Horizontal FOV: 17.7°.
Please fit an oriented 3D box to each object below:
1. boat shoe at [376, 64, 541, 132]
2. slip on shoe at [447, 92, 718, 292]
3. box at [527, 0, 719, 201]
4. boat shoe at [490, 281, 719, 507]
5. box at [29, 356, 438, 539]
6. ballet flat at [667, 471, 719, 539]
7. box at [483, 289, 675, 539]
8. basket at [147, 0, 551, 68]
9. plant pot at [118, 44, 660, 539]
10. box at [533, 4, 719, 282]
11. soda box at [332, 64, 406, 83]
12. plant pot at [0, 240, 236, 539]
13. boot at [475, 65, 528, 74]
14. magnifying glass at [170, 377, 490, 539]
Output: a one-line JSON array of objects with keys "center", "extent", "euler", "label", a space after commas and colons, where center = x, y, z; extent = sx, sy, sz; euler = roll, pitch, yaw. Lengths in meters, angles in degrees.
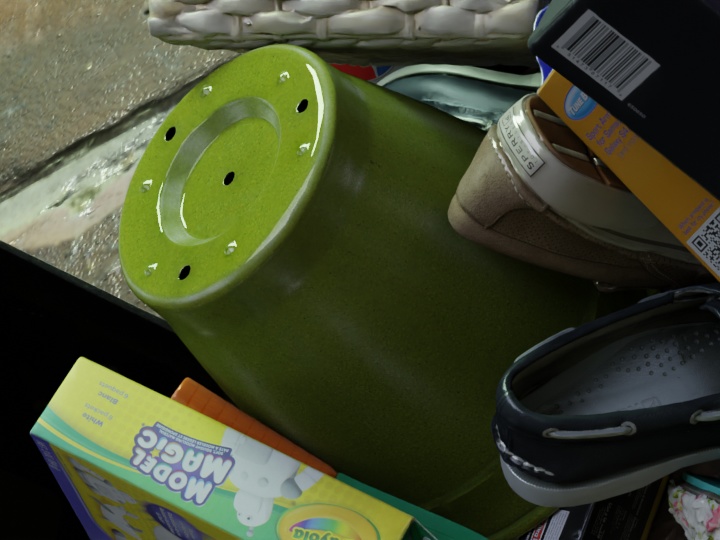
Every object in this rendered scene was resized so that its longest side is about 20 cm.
[{"center": [0.066, -0.061, 1.200], "extent": [0.199, 0.075, 0.062], "euler": [7, 56, 41], "label": "boat shoe"}, {"center": [0.121, -0.019, 1.003], "extent": [0.061, 0.199, 0.076], "euler": [-48, 51, 26], "label": "slip on shoe"}, {"center": [0.183, -0.088, 0.904], "extent": [0.079, 0.199, 0.142], "euler": [-43, 13, 48], "label": "box"}, {"center": [0.150, 0.039, 0.967], "extent": [0.199, 0.061, 0.076], "euler": [-24, 51, -10], "label": "boat shoe"}, {"center": [-0.040, 0.119, 1.007], "extent": [0.199, 0.118, 0.049], "euler": [22, 65, 22], "label": "box"}, {"center": [0.193, 0.122, 0.920], "extent": [0.199, 0.075, 0.065], "euler": [5, 83, 54], "label": "ballet flat"}, {"center": [0.083, 0.065, 1.102], "extent": [0.159, 0.049, 0.201], "euler": [4, 66, 47], "label": "box"}, {"center": [0.015, -0.194, 1.067], "extent": [0.198, 0.161, 0.200], "euler": [2, 96, 16], "label": "basket"}, {"center": [0.000, 0.000, 1.043], "extent": [0.199, 0.193, 0.202], "euler": [-27, 44, 30], "label": "plant pot"}, {"center": [0.165, -0.056, 0.958], "extent": [0.119, 0.200, 0.042], "euler": [-38, -7, -39], "label": "box"}, {"center": [0.000, -0.164, 1.259], "extent": [0.201, 0.063, 0.069], "euler": [100, 173, -51], "label": "soda box"}, {"center": [-0.182, 0.135, 1.239], "extent": [0.177, 0.199, 0.201], "euler": [-31, 42, 46], "label": "plant pot"}, {"center": [0.072, -0.198, 1.300], "extent": [0.153, 0.073, 0.205], "euler": [22, 80, 57], "label": "boot"}, {"center": [0.002, 0.109, 1.012], "extent": [0.022, 0.199, 0.080], "euler": [-55, -4, -24], "label": "magnifying glass"}]
